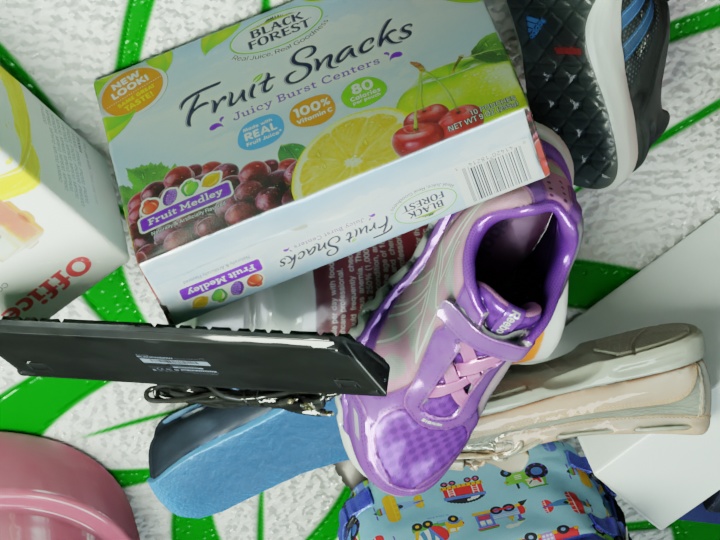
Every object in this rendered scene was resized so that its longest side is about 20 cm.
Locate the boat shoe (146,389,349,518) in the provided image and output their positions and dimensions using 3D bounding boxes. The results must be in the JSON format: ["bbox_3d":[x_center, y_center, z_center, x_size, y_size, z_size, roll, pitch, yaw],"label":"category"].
[{"bbox_3d":[-0.031,0.067,1.414,0.199,0.069,0.085,-18,130,0],"label":"boat shoe"}]

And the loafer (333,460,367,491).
[{"bbox_3d":[0.069,0.132,1.499,0.071,0.073,0.199,-41,131,21],"label":"loafer"}]

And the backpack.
[{"bbox_3d":[0.080,0.211,1.396,0.181,0.201,0.135,-9,125,-3],"label":"backpack"}]

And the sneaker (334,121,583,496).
[{"bbox_3d":[0.053,0.026,1.243,0.080,0.089,0.201,19,105,-23],"label":"sneaker"}]

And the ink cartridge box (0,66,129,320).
[{"bbox_3d":[-0.230,-0.042,1.236,0.145,0.084,0.200,-35,133,15],"label":"ink cartridge box"}]

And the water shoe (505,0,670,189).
[{"bbox_3d":[0.117,-0.143,1.279,0.079,0.071,0.201,-38,132,-46],"label":"water shoe"}]

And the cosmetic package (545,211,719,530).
[{"bbox_3d":[0.212,0.040,1.438,0.200,0.113,0.081,-37,131,19],"label":"cosmetic package"}]

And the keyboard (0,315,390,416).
[{"bbox_3d":[-0.081,0.045,1.235,0.198,0.021,0.127,3,161,17],"label":"keyboard"}]

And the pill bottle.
[{"bbox_3d":[0.000,0.000,1.329,0.198,0.115,0.115,-5,133,-15],"label":"pill bottle"}]

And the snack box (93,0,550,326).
[{"bbox_3d":[-0.022,-0.070,1.237,0.199,0.143,0.053,-22,133,2],"label":"snack box"}]

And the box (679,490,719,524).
[{"bbox_3d":[0.291,0.101,1.574,0.120,0.033,0.201,8,129,-25],"label":"box"}]

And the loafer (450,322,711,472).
[{"bbox_3d":[0.094,0.082,1.360,0.198,0.072,0.063,-14,101,-2],"label":"loafer"}]

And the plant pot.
[{"bbox_3d":[-0.210,0.221,1.417,0.198,0.180,0.201,-9,132,-10],"label":"plant pot"}]
